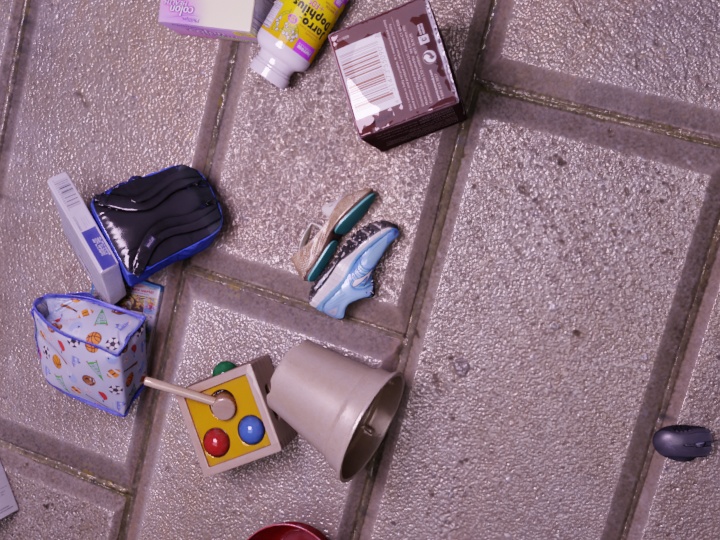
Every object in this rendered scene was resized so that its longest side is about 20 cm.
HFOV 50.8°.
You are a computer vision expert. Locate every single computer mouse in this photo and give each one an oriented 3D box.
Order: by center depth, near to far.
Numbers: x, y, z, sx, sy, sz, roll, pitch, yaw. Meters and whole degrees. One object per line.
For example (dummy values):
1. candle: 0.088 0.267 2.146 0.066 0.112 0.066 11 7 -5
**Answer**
1. computer mouse: 0.571 0.279 1.212 0.195 0.034 0.060 -2 92 12

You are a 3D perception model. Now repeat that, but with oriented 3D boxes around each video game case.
1. video game case: -0.457 0.110 1.438 0.140 0.018 0.205 15 97 12

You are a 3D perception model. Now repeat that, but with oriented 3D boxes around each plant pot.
1. plant pot: -0.051 0.218 1.280 0.181 0.200 0.204 28 99 21

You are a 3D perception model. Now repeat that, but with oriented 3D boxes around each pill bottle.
1. pill bottle: -0.107 -0.413 1.283 0.103 0.104 0.202 34 100 8

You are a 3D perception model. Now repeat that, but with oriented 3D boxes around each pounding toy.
1. pounding toy: -0.243 0.242 1.334 0.181 0.142 0.204 -21 89 12

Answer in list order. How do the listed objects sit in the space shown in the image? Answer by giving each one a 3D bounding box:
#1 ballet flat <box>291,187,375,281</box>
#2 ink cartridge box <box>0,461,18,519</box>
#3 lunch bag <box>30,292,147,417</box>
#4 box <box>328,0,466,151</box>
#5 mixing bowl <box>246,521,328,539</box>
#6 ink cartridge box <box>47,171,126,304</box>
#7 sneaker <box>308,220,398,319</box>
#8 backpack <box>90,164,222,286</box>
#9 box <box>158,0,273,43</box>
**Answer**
1. ballet flat: -0.055 -0.075 1.314 0.065 0.070 0.201 41 98 18
2. ink cartridge box: -0.788 0.414 1.496 0.144 0.083 0.204 -23 88 12
3. lunch bag: -0.485 0.140 1.350 0.196 0.125 0.173 15 127 8
4. box: 0.065 -0.303 1.203 0.161 0.200 0.170 -18 90 12
5. mixing bowl: -0.115 0.529 1.341 0.195 0.108 0.206 1 93 13
6. ink cartridge box: -0.484 -0.044 1.357 0.040 0.201 0.202 -29 77 -23
7. sneaker: 0.000 0.000 1.313 0.090 0.079 0.200 40 98 -17
8. backpack: -0.351 -0.088 1.331 0.198 0.168 0.165 -29 91 -20
9. box: -0.241 -0.511 1.312 0.172 0.097 0.205 9 95 11
